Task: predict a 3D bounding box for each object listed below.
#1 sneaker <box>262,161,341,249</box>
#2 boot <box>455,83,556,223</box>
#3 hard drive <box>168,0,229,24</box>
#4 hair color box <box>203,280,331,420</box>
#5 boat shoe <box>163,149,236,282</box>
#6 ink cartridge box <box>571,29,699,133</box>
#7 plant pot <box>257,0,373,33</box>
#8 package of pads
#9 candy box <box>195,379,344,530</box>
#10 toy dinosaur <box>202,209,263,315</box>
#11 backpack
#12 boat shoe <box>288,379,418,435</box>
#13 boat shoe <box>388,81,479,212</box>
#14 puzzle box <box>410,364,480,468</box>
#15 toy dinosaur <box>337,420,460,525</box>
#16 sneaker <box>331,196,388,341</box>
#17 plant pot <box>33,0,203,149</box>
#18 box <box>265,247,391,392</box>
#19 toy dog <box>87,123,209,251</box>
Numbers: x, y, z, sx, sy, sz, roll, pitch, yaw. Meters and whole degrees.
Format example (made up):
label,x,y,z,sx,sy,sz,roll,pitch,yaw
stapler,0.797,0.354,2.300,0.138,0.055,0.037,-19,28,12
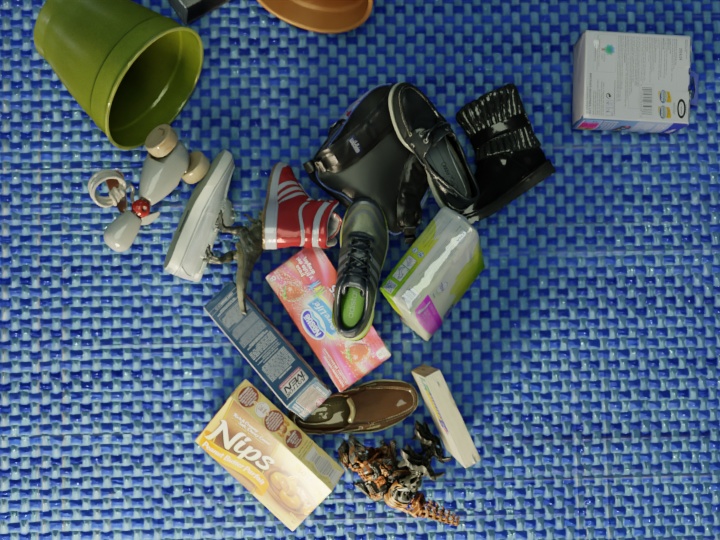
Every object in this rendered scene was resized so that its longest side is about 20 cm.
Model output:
label,x,y,z,sx,sy,sz,roll,pitch,yaw
sneaker,-0.081,-0.093,1.369,0.110,0.202,0.072,2,125,-1
boot,0.180,-0.170,1.430,0.209,0.079,0.160,-32,95,-14
hard drive,-0.267,-0.499,1.456,0.133,0.042,0.203,-28,88,-3
hair color box,-0.133,0.115,1.364,0.060,0.100,0.200,-42,68,-4
boat shoe,-0.227,-0.079,1.427,0.071,0.070,0.204,27,82,-22
ink cartridge box,0.429,-0.286,1.449,0.195,0.076,0.140,3,87,0
plant pot,-0.062,-0.471,1.398,0.196,0.201,0.143,15,70,-1
package of pads,0.111,0.007,1.359,0.068,0.200,0.155,37,85,18
candy box,-0.133,0.270,1.381,0.200,0.055,0.116,43,122,2
toy dinosaur,-0.177,-0.034,1.374,0.087,0.048,0.203,21,51,-8
backpack,0.035,-0.169,1.391,0.199,0.154,0.192,36,89,-16
boat shoe,-0.009,0.211,1.405,0.198,0.075,0.076,-13,87,-3
boat shoe,0.107,-0.173,1.311,0.074,0.066,0.203,-28,100,-24
puzzle box,0.118,0.203,1.348,0.025,0.200,0.135,-24,88,-4
toy dinosaur,0.064,0.304,1.403,0.197,0.103,0.137,27,118,-17
sneaker,0.000,0.000,1.305,0.072,0.081,0.205,5,93,1
plant pot,-0.365,-0.318,1.381,0.192,0.200,0.202,37,86,13
box,-0.048,0.068,1.400,0.094,0.103,0.202,-34,89,-3
toy dog,-0.322,-0.129,1.404,0.199,0.096,0.134,-38,124,-25
